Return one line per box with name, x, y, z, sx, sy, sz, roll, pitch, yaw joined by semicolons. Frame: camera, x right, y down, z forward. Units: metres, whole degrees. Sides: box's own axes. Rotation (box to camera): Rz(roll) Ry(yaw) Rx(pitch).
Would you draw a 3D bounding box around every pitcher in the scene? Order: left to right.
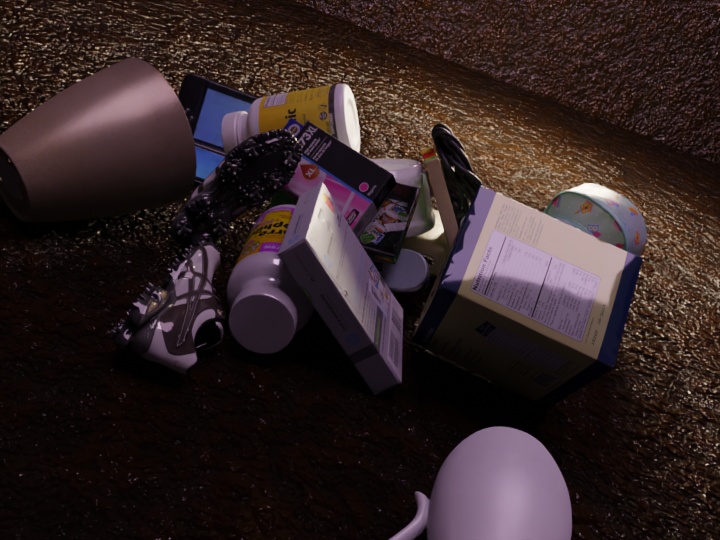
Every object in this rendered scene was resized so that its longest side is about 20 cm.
pitcher;0.083;0.224;0.531;0.167;0.124;0.201;12;37;14

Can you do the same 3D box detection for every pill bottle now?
pill bottle;-0.097;0.008;0.766;0.102;0.106;0.202;18;28;-7
pill bottle;-0.105;-0.210;0.986;0.194;0.114;0.112;-6;25;13

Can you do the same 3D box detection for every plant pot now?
plant pot;-0.337;-0.142;0.802;0.186;0.191;0.198;35;45;24

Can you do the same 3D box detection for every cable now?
cable;0.148;-0.143;0.983;0.049;0.202;0.166;-17;52;8

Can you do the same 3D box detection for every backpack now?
backpack;0.355;-0.032;1.055;0.151;0.204;0.176;-7;40;-42

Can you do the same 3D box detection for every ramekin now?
ramekin;0.016;-0.111;0.985;0.196;0.097;0.203;-3;16;1

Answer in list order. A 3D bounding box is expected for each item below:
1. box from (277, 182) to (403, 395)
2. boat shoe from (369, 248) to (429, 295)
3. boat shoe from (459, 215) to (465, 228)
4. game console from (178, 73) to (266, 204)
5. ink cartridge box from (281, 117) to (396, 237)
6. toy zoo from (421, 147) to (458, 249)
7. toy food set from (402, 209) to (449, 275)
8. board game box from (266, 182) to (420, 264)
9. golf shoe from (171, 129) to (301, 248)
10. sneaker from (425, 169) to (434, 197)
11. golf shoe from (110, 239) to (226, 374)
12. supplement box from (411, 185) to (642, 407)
box;-0.014;0.018;0.755;0.202;0.040;0.157;58;18;-23
boat shoe;0.000;0.000;0.904;0.194;0.073;0.091;10;-8;12
boat shoe;0.212;-0.011;0.906;0.197;0.062;0.073;30;57;-14
game console;-0.221;-0.216;1.058;0.195;0.175;0.118;17;1;-8
ink cartridge box;-0.055;-0.131;0.869;0.198;0.096;0.037;35;-8;25
toy zoo;0.119;-0.111;0.969;0.020;0.135;0.200;-16;14;7
toy food set;0.121;-0.047;1.083;0.140;0.062;0.200;16;25;14
board game box;-0.026;-0.084;0.873;0.195;0.107;0.024;17;-15;19
golf shoe;-0.164;-0.111;0.837;0.078;0.199;0.094;51;-4;-23
sneaker;0.038;-0.147;1.183;0.195;0.069;0.108;-7;6;-10
golf shoe;-0.183;0.041;0.701;0.094;0.078;0.201;37;29;-9
supplement box;0.185;0.040;0.777;0.196;0.201;0.137;25;67;5
